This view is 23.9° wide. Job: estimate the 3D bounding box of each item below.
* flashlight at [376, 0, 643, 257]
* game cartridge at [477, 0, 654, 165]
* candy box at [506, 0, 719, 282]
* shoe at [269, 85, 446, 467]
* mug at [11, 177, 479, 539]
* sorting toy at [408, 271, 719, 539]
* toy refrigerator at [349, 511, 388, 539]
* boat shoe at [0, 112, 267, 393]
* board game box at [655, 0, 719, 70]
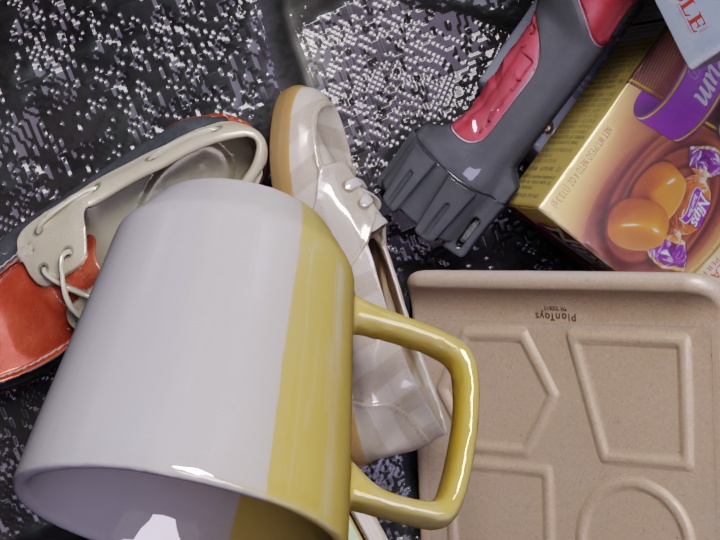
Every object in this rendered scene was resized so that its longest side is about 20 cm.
[{"bbox_3d":[0.081,-0.107,0.867,0.068,0.068,0.200,24,117,-30],"label":"flashlight"},{"bbox_3d":[0.167,-0.082,0.947,0.200,0.040,0.133,38,80,-15],"label":"game cartridge"},{"bbox_3d":[0.183,-0.079,0.906,0.117,0.056,0.200,38,84,-15],"label":"candy box"},{"bbox_3d":[0.000,0.000,0.878,0.053,0.070,0.200,-11,96,18],"label":"shoe"},{"bbox_3d":[-0.055,0.051,0.787,0.186,0.149,0.153,30,59,-37],"label":"mug"},{"bbox_3d":[0.111,0.098,0.878,0.036,0.185,0.200,-14,102,-52],"label":"sorting toy"},{"bbox_3d":[-0.032,0.139,0.886,0.076,0.070,0.200,-30,102,-13],"label":"toy refrigerator"},{"bbox_3d":[-0.129,-0.008,0.853,0.200,0.063,0.071,-39,105,-9],"label":"boat shoe"},{"bbox_3d":[0.191,-0.214,0.835,0.199,0.041,0.200,-22,83,-38],"label":"board game box"}]
